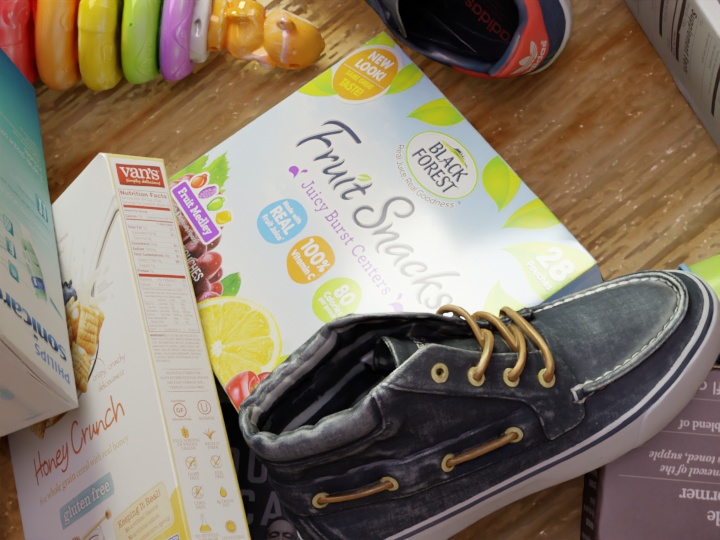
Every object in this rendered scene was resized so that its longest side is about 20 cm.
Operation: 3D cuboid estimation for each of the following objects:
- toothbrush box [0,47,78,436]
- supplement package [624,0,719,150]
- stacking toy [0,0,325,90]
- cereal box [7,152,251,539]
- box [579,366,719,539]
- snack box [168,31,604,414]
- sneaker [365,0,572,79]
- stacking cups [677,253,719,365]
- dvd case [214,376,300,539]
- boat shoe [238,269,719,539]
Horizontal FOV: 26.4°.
[{"bbox_3d":[-0.224,-0.011,0.713,0.146,0.085,0.200,-22,54,8],"label":"toothbrush box"},{"bbox_3d":[0.205,-0.140,0.756,0.114,0.110,0.200,-28,71,0],"label":"supplement package"},{"bbox_3d":[-0.117,-0.137,0.821,0.200,0.116,0.110,8,72,-1],"label":"stacking toy"},{"bbox_3d":[-0.123,0.064,0.735,0.144,0.039,0.200,-38,60,43],"label":"cereal box"},{"bbox_3d":[0.146,0.140,0.676,0.100,0.075,0.200,4,87,4],"label":"box"},{"bbox_3d":[0.000,0.000,0.736,0.169,0.068,0.200,-34,51,-2],"label":"snack box"},{"bbox_3d":[0.014,-0.163,0.786,0.200,0.085,0.075,31,118,9],"label":"sneaker"},{"bbox_3d":[0.147,0.028,0.739,0.200,0.061,0.061,-22,71,1],"label":"stacking cups"},{"bbox_3d":[-0.037,0.152,0.750,0.150,0.025,0.200,1,74,9],"label":"dvd case"},{"bbox_3d":[0.052,0.042,0.610,0.200,0.091,0.071,-32,40,-4],"label":"boat shoe"}]
